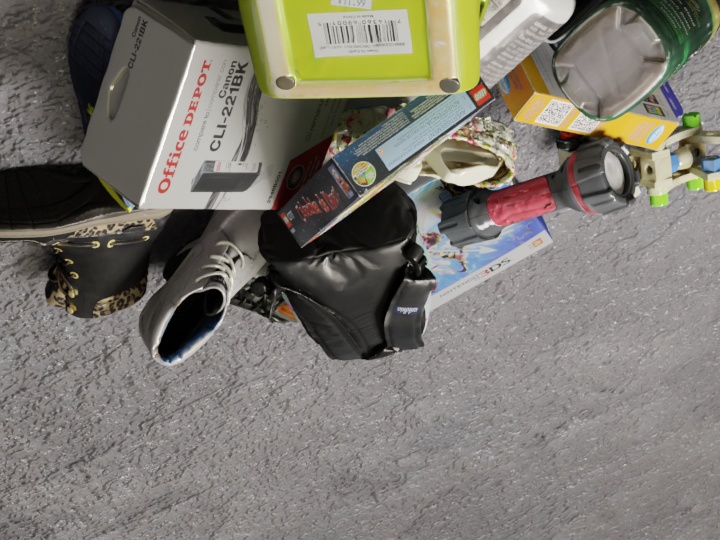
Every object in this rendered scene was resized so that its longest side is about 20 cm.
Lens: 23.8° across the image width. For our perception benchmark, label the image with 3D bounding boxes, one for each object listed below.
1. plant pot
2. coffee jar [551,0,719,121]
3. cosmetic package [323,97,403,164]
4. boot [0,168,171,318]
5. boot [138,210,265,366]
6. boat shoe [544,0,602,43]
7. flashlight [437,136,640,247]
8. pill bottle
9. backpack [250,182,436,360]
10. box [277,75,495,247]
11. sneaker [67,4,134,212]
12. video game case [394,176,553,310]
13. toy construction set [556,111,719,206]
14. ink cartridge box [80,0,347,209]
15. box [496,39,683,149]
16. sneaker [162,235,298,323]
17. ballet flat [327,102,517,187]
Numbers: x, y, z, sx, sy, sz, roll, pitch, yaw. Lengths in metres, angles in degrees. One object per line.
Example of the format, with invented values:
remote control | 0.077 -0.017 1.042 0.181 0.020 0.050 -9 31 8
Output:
plant pot | 0.002 -0.237 1.246 0.197 0.183 0.200 -1 143 6
coffee jar | 0.245 -0.203 1.483 0.104 0.086 0.200 -41 179 34
cosmetic package | -0.011 -0.126 1.555 0.198 0.051 0.083 -18 146 -5
boot | -0.268 -0.022 1.544 0.198 0.074 0.151 -11 144 -24
boot | -0.127 0.004 1.577 0.073 0.096 0.201 36 94 -19
boat shoe | 0.214 -0.274 1.458 0.199 0.069 0.072 -39 142 24
flashlight | 0.159 -0.066 1.573 0.199 0.069 0.068 -17 134 39
pill bottle | 0.107 -0.226 1.427 0.200 0.115 0.113 -40 141 25
backpack | 0.000 0.000 1.587 0.165 0.128 0.201 -4 150 13
box | 0.016 -0.089 1.362 0.136 0.038 0.200 -37 -179 -17
sneaker | -0.189 -0.144 1.421 0.082 0.074 0.201 -26 143 -21
video game case | 0.078 -0.044 1.718 0.180 0.046 0.200 -30 144 11
toy construction set | 0.269 -0.109 1.660 0.130 0.093 0.200 -17 -176 -22
ink cartridge box | -0.112 -0.130 1.388 0.199 0.084 0.146 -2 120 -49
box | 0.201 -0.174 1.542 0.198 0.120 0.042 10 135 -36
sneaker | -0.097 0.011 1.668 0.198 0.080 0.074 7 138 -29
ballet flat | 0.058 -0.107 1.517 0.198 0.064 0.076 -1 140 -26
